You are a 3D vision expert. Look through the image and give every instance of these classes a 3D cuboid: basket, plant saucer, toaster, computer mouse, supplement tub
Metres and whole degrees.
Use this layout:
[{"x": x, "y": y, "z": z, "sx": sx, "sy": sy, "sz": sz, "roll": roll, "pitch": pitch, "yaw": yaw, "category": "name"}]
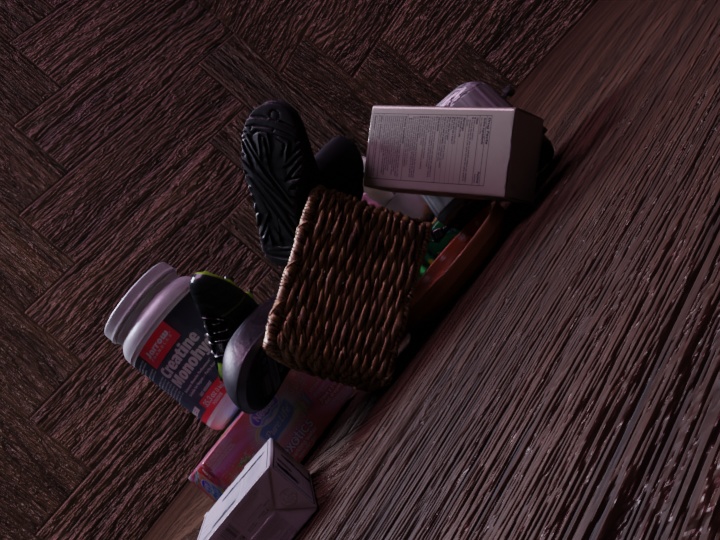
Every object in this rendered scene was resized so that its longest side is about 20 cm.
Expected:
[{"x": -0.024, "y": 0.023, "z": 1.132, "sx": 0.143, "sy": 0.149, "sz": 0.200, "roll": 145, "pitch": 141, "yaw": -75, "category": "basket"}, {"x": 0.107, "y": 0.002, "z": 1.196, "sx": 0.200, "sy": 0.032, "sz": 0.200, "roll": -49, "pitch": 2, "yaw": 2, "category": "plant saucer"}, {"x": 0.136, "y": -0.143, "z": 1.272, "sx": 0.200, "sy": 0.129, "sz": 0.114, "roll": -42, "pitch": -21, "yaw": 17, "category": "toaster"}, {"x": -0.102, "y": 0.082, "z": 1.123, "sx": 0.200, "sy": 0.053, "sz": 0.139, "roll": -51, "pitch": -36, "yaw": -48, "category": "computer mouse"}, {"x": -0.215, "y": 0.098, "z": 1.298, "sx": 0.140, "sy": 0.200, "sz": 0.140, "roll": -52, "pitch": -3, "yaw": -4, "category": "supplement tub"}]

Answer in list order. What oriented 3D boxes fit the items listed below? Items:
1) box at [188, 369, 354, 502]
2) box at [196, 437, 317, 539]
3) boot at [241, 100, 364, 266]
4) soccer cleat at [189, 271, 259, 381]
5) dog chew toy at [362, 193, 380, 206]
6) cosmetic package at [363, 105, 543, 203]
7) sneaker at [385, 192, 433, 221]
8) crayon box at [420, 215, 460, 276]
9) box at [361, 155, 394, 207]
[{"x": -0.110, "y": 0.204, "z": 1.245, "sx": 0.200, "sy": 0.095, "sz": 0.103, "roll": -51, "pitch": 2, "yaw": -28, "category": "box"}, {"x": -0.104, "y": 0.240, "z": 0.993, "sx": 0.117, "sy": 0.060, "sz": 0.200, "roll": -50, "pitch": 3, "yaw": -6, "category": "box"}, {"x": -0.060, "y": -0.124, "z": 1.154, "sx": 0.168, "sy": 0.076, "sz": 0.200, "roll": -49, "pitch": -38, "yaw": -51, "category": "boot"}, {"x": -0.145, "y": 0.078, "z": 1.146, "sx": 0.200, "sy": 0.067, "sz": 0.081, "roll": 64, "pitch": -141, "yaw": -48, "category": "soccer cleat"}, {"x": 0.000, "y": 0.000, "z": 1.299, "sx": 0.125, "sy": 0.124, "sz": 0.200, "roll": -61, "pitch": -30, "yaw": -78, "category": "dog chew toy"}, {"x": 0.106, "y": -0.138, "z": 1.174, "sx": 0.071, "sy": 0.200, "sz": 0.105, "roll": 5, "pitch": -86, "yaw": -53, "category": "cosmetic package"}, {"x": 0.096, "y": -0.113, "z": 1.445, "sx": 0.200, "sy": 0.075, "sz": 0.089, "roll": -48, "pitch": -15, "yaw": -19, "category": "sneaker"}, {"x": 0.116, "y": -0.045, "z": 1.425, "sx": 0.119, "sy": 0.058, "sz": 0.200, "roll": -50, "pitch": 2, "yaw": -14, "category": "crayon box"}, {"x": 0.002, "y": -0.089, "z": 1.434, "sx": 0.082, "sy": 0.068, "sz": 0.200, "roll": -59, "pitch": -30, "yaw": -13, "category": "box"}]
